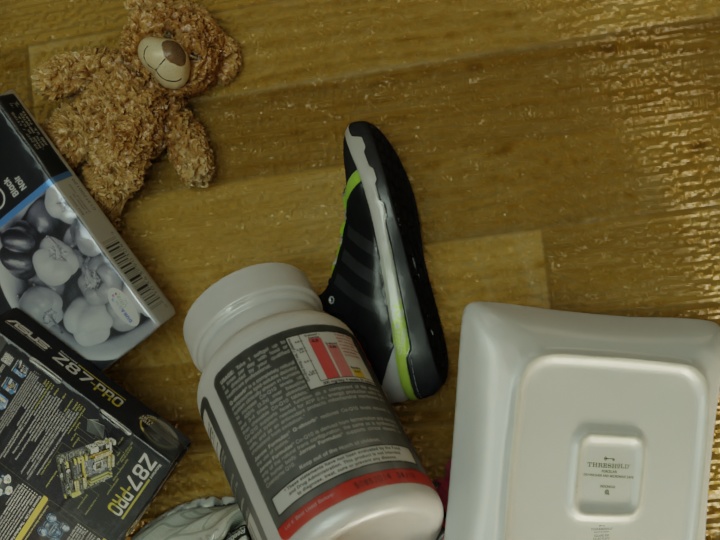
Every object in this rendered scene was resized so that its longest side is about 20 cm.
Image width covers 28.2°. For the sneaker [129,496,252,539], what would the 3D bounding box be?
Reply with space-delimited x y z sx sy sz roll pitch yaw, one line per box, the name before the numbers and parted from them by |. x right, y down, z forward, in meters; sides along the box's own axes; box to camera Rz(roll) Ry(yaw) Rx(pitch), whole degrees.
sneaker | -0.096 0.193 0.994 0.198 0.081 0.076 -23 85 14

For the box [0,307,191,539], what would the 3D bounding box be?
box | -0.237 0.153 1.013 0.161 0.049 0.201 36 109 3

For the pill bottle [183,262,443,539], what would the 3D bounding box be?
pill bottle | -0.037 0.099 0.912 0.115 0.116 0.201 -36 56 11

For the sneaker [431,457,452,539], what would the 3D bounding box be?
sneaker | 0.116 0.134 0.953 0.095 0.079 0.201 38 90 -17

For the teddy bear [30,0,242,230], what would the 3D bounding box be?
teddy bear | -0.174 -0.107 1.029 0.199 0.067 0.146 -32 83 12

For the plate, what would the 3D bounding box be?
plate | 0.148 0.127 0.898 0.197 0.032 0.203 5 90 -25

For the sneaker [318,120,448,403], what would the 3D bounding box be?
sneaker | 0.000 0.000 0.979 0.082 0.072 0.202 -13 85 16

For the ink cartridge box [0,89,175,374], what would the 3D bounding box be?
ink cartridge box | -0.265 0.010 1.030 0.199 0.043 0.199 -36 92 19
